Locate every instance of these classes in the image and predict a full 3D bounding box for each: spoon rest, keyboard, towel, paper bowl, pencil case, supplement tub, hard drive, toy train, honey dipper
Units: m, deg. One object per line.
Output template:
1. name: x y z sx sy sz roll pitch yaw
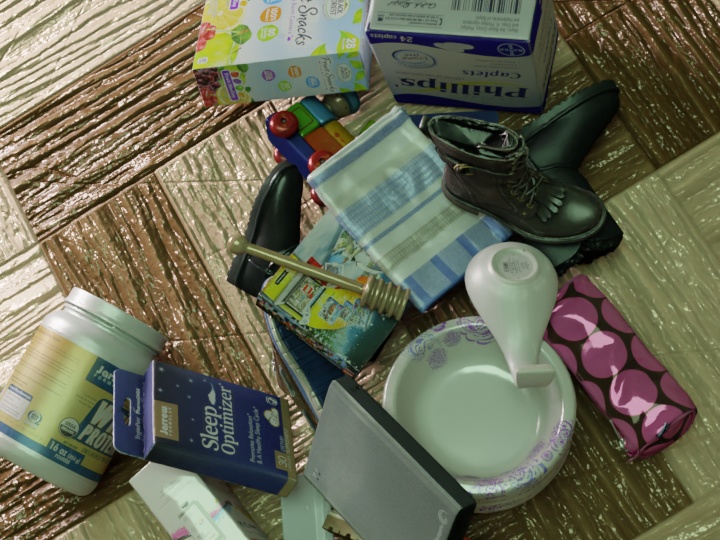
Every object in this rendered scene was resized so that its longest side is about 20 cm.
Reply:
1. spoon rest: 0.163 0.047 1.485 0.099 0.061 0.200 -2 45 -3
2. keyboard: -0.054 0.320 1.554 0.056 0.011 0.201 -3 72 -8
3. towel: 0.054 -0.070 1.560 0.147 0.024 0.200 -38 81 -19
4. paper bowl: 0.125 0.157 1.512 0.200 0.104 0.201 -2 64 4
5. pencil case: 0.264 0.104 1.518 0.094 0.091 0.200 -36 67 -4
6. supplement tub: -0.318 0.135 1.606 0.144 0.145 0.200 26 81 18
7. hard drive: 0.027 0.221 1.452 0.033 0.140 0.200 -17 47 -39
8. toy train: -0.009 -0.128 1.658 0.116 0.085 0.200 -38 70 -15
9. honey dipper: -0.045 0.001 1.509 0.200 0.038 0.038 21 78 -1

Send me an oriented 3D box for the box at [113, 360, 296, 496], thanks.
1. box: -0.165 0.165 1.529 0.032 0.200 0.121 -56 28 33

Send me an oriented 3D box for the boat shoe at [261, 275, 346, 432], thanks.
1. boat shoe: -0.066 0.103 1.581 0.072 0.072 0.200 -19 81 -35

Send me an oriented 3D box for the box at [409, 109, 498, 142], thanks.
1. box: 0.099 -0.094 1.644 0.121 0.032 0.201 -3 72 12

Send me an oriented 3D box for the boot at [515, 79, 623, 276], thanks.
1. boot: 0.243 -0.097 1.592 0.200 0.076 0.168 -32 78 -10

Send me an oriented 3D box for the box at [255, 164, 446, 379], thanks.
1. box: 0.000 0.000 1.558 0.136 0.038 0.200 38 69 4

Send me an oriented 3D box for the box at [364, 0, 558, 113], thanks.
1. box: 0.118 -0.264 1.600 0.183 0.200 0.105 7 76 14

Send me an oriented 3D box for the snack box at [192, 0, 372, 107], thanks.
1. snack box: -0.087 -0.281 1.693 0.199 0.068 0.169 -5 49 9

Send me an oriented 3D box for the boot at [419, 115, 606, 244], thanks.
1. boot: 0.158 -0.095 1.467 0.199 0.174 0.069 15 76 9

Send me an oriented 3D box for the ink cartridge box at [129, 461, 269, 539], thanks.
1. ink cartridge box: -0.149 0.287 1.538 0.067 0.116 0.200 -41 70 -1

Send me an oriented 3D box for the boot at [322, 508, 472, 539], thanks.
1. boot: 0.068 0.262 1.523 0.200 0.075 0.107 20 74 18

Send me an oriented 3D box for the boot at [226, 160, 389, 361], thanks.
1. boot: -0.036 -0.010 1.614 0.200 0.066 0.165 29 108 22
